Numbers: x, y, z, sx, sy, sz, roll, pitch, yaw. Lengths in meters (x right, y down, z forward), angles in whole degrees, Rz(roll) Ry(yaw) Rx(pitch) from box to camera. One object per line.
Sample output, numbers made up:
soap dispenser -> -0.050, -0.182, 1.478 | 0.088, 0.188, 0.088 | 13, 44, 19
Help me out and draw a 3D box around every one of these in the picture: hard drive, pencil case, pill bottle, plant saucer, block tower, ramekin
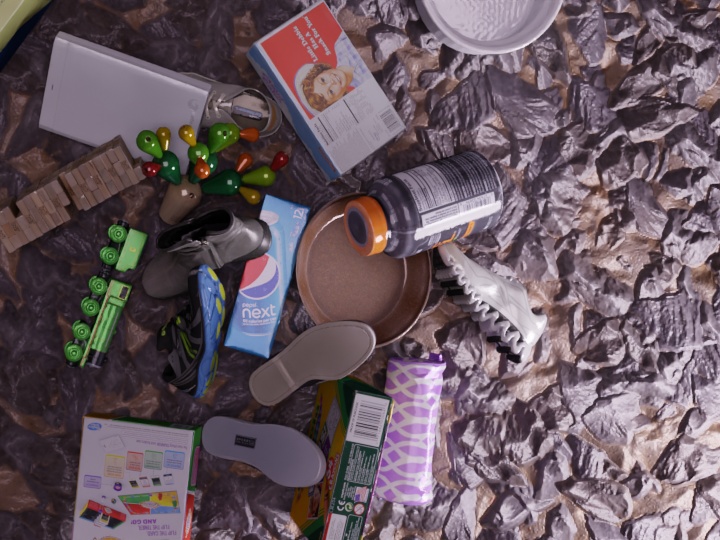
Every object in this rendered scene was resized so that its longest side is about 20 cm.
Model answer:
hard drive -> -0.299, -0.207, 1.491 | 0.197, 0.026, 0.133 | 19, 124, -5
pencil case -> 0.069, 0.212, 1.561 | 0.085, 0.083, 0.204 | 3, 94, -43
pill bottle -> 0.077, -0.080, 1.508 | 0.198, 0.106, 0.108 | -19, 94, -28
plant saucer -> 0.000, 0.000, 1.545 | 0.197, 0.037, 0.204 | 1, 88, -27
block tower -> -0.368, -0.100, 1.488 | 0.198, 0.054, 0.058 | -27, 112, 1
ramekin -> 0.162, -0.380, 1.545 | 0.197, 0.098, 0.204 | 0, 92, -8

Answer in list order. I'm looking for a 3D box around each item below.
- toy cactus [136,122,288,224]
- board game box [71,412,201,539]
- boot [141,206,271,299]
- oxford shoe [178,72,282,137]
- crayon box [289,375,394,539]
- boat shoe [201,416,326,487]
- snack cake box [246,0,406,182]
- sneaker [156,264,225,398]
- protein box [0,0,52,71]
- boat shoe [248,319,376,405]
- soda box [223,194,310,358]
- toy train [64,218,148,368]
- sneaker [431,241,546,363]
toy cactus -> -0.201, -0.115, 1.488 | 0.198, 0.165, 0.103 | 2, 50, -41
board game box -> -0.290, 0.294, 1.517 | 0.150, 0.040, 0.204 | 7, 91, 7
boot -> -0.217, -0.028, 1.462 | 0.198, 0.130, 0.069 | -24, 73, 20
oxford shoe -> -0.198, -0.215, 1.524 | 0.196, 0.058, 0.077 | 10, 92, -6
crayon box -> -0.028, 0.241, 1.499 | 0.057, 0.172, 0.204 | 13, 90, -17
boat shoe -> -0.114, 0.226, 1.493 | 0.198, 0.056, 0.070 | 12, 84, 36
snack cake box -> -0.045, -0.232, 1.528 | 0.114, 0.067, 0.202 | -35, 96, -15
sneaker -> -0.217, 0.080, 1.486 | 0.081, 0.071, 0.202 | 15, 129, 1
protein box -> -0.516, -0.335, 1.439 | 0.199, 0.135, 0.200 | 37, 88, -7
boat shoe -> -0.056, 0.109, 1.505 | 0.198, 0.063, 0.073 | -29, 91, 29
soda box -> -0.123, 0.007, 1.534 | 0.063, 0.068, 0.203 | 15, 90, -7
toy train -> -0.328, 0.034, 1.524 | 0.056, 0.042, 0.203 | 20, 89, -18
sneaker -> 0.171, 0.029, 1.576 | 0.081, 0.075, 0.200 | -45, 106, -13
